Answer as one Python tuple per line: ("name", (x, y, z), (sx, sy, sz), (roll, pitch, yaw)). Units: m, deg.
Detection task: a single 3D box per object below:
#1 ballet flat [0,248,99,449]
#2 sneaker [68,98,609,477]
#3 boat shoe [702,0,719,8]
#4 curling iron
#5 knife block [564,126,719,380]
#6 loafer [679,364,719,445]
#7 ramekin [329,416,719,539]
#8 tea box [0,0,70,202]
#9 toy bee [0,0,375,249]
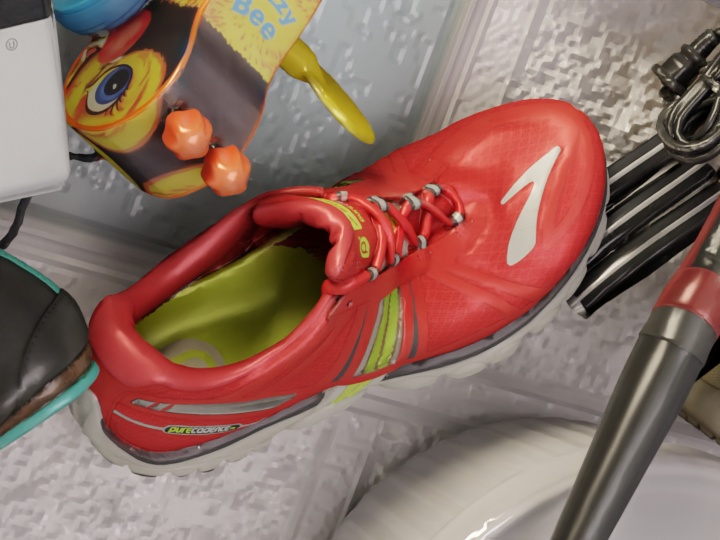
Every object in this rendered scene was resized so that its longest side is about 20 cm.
("ballet flat", (-0.170, 0.061, 0.880), (0.200, 0.068, 0.068), (-40, 101, 1))
("sneaker", (0.000, 0.000, 0.928), (0.200, 0.077, 0.085), (-30, 160, -18))
("boat shoe", (0.085, -0.144, 0.958), (0.200, 0.074, 0.066), (26, 60, -25))
("curling iron", (0.096, 0.013, 0.941), (0.026, 0.049, 0.201), (40, 66, -60))
("knife block", (0.148, -0.049, 1.013), (0.175, 0.064, 0.201), (8, 69, 3))
("loafer", (0.210, 0.055, 1.081), (0.200, 0.076, 0.068), (17, 104, -31))
("ramekin", (0.064, 0.143, 1.020), (0.202, 0.094, 0.203), (-10, 111, -26))
("tea box", (-0.200, -0.107, 0.768), (0.199, 0.134, 0.197), (-16, 113, -23))
("toy bee", (-0.046, -0.062, 0.884), (0.131, 0.109, 0.201), (17, 98, -34))
